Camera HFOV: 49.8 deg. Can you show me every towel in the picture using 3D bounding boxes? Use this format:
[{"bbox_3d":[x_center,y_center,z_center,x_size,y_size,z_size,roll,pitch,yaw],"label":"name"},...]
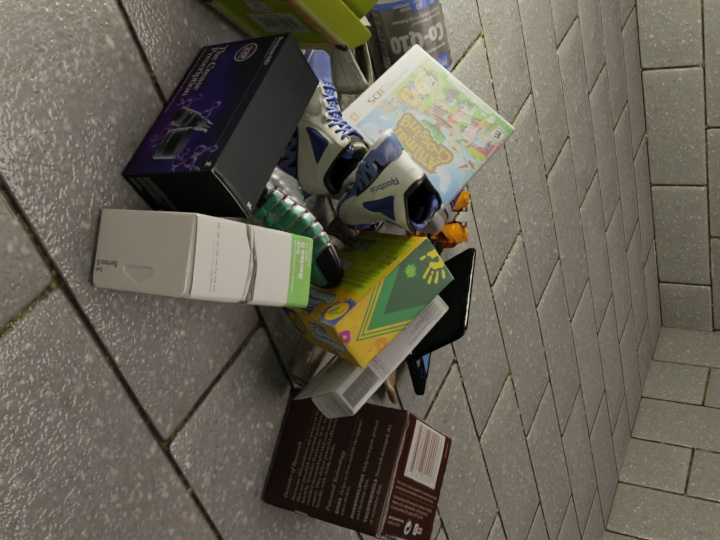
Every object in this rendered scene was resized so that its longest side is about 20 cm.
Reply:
[{"bbox_3d":[-0.035,0.132,1.188,0.200,0.034,0.135,44,56,-50],"label":"towel"}]

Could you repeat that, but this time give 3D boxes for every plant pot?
[{"bbox_3d":[-0.077,-0.373,0.911,0.198,0.197,0.185,25,79,-57],"label":"plant pot"}]

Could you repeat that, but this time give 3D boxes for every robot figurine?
[{"bbox_3d":[0.148,-0.099,1.438,0.199,0.057,0.149,-6,98,-59],"label":"robot figurine"}]

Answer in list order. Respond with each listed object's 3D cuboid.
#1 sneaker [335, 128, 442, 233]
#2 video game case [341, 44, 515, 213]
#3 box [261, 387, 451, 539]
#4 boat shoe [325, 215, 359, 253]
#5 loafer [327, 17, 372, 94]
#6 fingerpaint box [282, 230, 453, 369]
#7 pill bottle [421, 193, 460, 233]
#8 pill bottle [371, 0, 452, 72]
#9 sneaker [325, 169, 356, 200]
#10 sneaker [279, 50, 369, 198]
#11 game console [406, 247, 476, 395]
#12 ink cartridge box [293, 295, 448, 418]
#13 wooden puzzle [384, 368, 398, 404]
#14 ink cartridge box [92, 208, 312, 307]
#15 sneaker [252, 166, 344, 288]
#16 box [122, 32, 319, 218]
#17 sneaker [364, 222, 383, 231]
[{"bbox_3d":[0.040,-0.087,1.026,0.080,0.115,0.200,-43,173,-24],"label":"sneaker"},{"bbox_3d":[0.096,-0.208,1.115,0.182,0.200,0.022,-45,172,-21],"label":"video game case"},{"bbox_3d":[0.000,0.283,1.106,0.166,0.197,0.167,39,61,-53],"label":"box"},{"bbox_3d":[0.000,0.000,1.197,0.201,0.071,0.060,55,52,-39],"label":"boat shoe"},{"bbox_3d":[-0.016,-0.359,1.122,0.070,0.069,0.204,-34,122,-50],"label":"loafer"},{"bbox_3d":[0.003,0.031,1.027,0.167,0.199,0.074,-43,110,-16],"label":"fingerpaint box"},{"bbox_3d":[0.129,-0.174,1.298,0.202,0.114,0.116,-60,142,-14],"label":"pill bottle"},{"bbox_3d":[0.087,-0.363,1.252,0.114,0.112,0.203,-50,133,-43],"label":"pill bottle"},{"bbox_3d":[0.025,-0.181,1.157,0.076,0.196,0.116,79,-7,-73],"label":"sneaker"},{"bbox_3d":[-0.040,-0.191,1.047,0.080,0.113,0.204,0,95,-60],"label":"sneaker"},{"bbox_3d":[0.149,0.091,1.354,0.202,0.114,0.178,-74,157,-43],"label":"game console"},{"bbox_3d":[0.010,0.116,1.052,0.044,0.173,0.200,47,66,-5],"label":"ink cartridge box"},{"bbox_3d":[0.058,0.110,1.290,0.185,0.036,0.204,75,24,-74],"label":"wooden puzzle"},{"bbox_3d":[-0.166,-0.010,0.848,0.199,0.143,0.086,11,85,-59],"label":"ink cartridge box"},{"bbox_3d":[-0.080,-0.074,0.996,0.201,0.074,0.088,51,38,-12],"label":"sneaker"},{"bbox_3d":[-0.151,-0.160,0.860,0.079,0.139,0.203,56,48,-46],"label":"box"},{"bbox_3d":[0.034,-0.151,1.232,0.079,0.073,0.204,31,67,-61],"label":"sneaker"}]
